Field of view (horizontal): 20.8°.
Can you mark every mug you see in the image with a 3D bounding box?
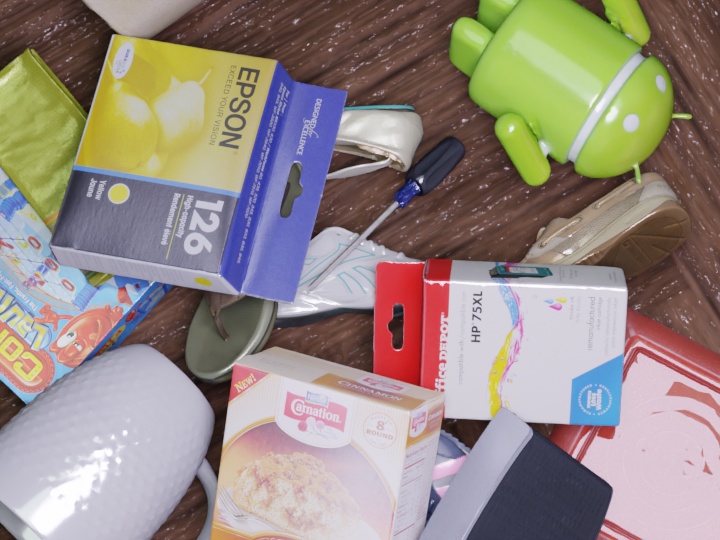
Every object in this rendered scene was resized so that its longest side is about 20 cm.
[{"bbox_3d":[-0.193,0.169,1.594,0.175,0.148,0.200,-46,112,-17],"label":"mug"}]

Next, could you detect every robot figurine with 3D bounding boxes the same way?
[{"bbox_3d":[0.170,-0.155,1.617,0.200,0.116,0.176,36,73,9],"label":"robot figurine"}]

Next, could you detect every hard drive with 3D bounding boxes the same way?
[{"bbox_3d":[0.111,0.223,1.519,0.135,0.042,0.200,37,77,-27],"label":"hard drive"}]

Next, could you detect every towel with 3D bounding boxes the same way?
[{"bbox_3d":[-0.247,-0.086,1.637,0.086,0.018,0.200,-39,80,-3],"label":"towel"}]

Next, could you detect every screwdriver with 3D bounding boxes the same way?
[{"bbox_3d":[0.022,-0.044,1.620,0.029,0.028,0.200,6,44,45],"label":"screwdriver"}]

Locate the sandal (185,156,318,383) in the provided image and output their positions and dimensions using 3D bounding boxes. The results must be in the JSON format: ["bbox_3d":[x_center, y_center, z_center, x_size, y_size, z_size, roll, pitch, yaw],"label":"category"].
[{"bbox_3d":[-0.099,-0.006,1.605,0.080,0.057,0.201,14,80,41],"label":"sandal"}]

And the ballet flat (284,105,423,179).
[{"bbox_3d":[-0.048,-0.110,1.656,0.199,0.069,0.070,3,81,6],"label":"ballet flat"}]

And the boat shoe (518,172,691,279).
[{"bbox_3d":[0.176,-0.008,1.625,0.200,0.071,0.065,-31,45,8],"label":"boat shoe"}]

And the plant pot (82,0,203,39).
[{"bbox_3d":[-0.164,-0.297,1.647,0.183,0.200,0.201,-42,80,10],"label":"plant pot"}]

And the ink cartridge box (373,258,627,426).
[{"bbox_3d":[0.108,0.056,1.558,0.199,0.067,0.117,2,105,4],"label":"ink cartridge box"}]

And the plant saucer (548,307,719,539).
[{"bbox_3d":[0.255,0.157,1.601,0.199,0.037,0.200,28,84,9],"label":"plant saucer"}]

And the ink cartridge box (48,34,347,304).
[{"bbox_3d":[-0.130,-0.084,1.587,0.199,0.047,0.198,8,68,12],"label":"ink cartridge box"}]

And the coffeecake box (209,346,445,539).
[{"bbox_3d":[-0.030,0.177,1.529,0.153,0.073,0.201,14,104,23],"label":"coffeecake box"}]

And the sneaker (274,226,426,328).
[{"bbox_3d":[0.000,0.000,1.632,0.200,0.070,0.081,-4,78,5],"label":"sneaker"}]

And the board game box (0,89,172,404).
[{"bbox_3d":[-0.272,-0.014,1.665,0.200,0.056,0.196,41,86,10],"label":"board game box"}]

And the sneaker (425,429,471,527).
[{"bbox_3d":[0.066,0.185,1.563,0.200,0.070,0.082,35,61,-8],"label":"sneaker"}]
